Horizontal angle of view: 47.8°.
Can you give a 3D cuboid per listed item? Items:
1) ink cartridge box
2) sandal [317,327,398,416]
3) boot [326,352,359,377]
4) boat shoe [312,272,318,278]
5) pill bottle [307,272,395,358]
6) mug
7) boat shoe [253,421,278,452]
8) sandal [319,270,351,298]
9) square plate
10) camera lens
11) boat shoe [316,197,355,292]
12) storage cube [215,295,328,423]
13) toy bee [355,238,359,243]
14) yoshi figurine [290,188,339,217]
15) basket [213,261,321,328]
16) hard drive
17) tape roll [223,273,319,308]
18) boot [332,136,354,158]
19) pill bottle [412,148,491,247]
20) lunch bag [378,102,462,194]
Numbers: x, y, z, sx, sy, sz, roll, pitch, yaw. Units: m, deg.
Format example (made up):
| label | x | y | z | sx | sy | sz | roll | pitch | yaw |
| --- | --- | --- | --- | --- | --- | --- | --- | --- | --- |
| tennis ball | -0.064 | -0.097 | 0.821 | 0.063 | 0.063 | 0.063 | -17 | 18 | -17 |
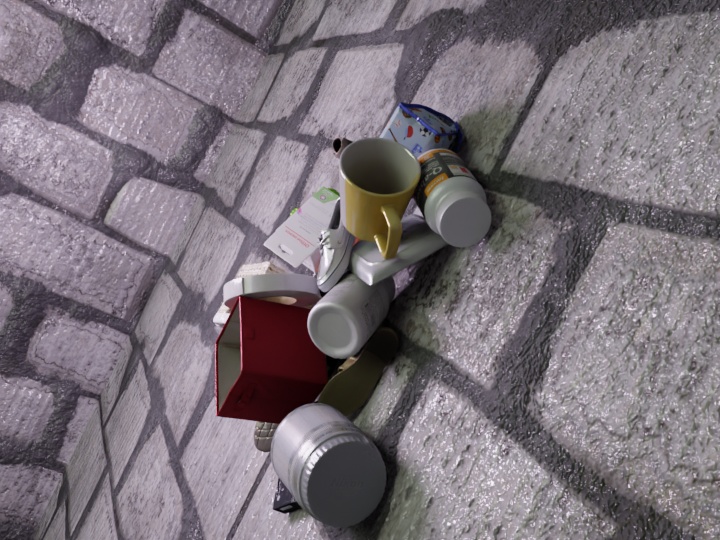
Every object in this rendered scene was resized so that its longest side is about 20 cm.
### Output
| label | x | y | z | sx | sy | sz | roll | pitch | yaw |
| --- | --- | --- | --- | --- | --- | --- | --- | --- | --- |
| ink cartridge box | -0.104 | -0.078 | 1.790 | 0.116 | 0.068 | 0.200 | 34 | 66 | 29 |
| sandal | 0.001 | 0.191 | 1.545 | 0.213 | 0.077 | 0.070 | -51 | 3 | 13 |
| boot | -0.050 | 0.119 | 1.690 | 0.163 | 0.073 | 0.200 | -51 | 27 | 23 |
| boat shoe | -0.070 | -0.043 | 1.897 | 0.203 | 0.060 | 0.072 | -58 | 24 | 12 |
| pill bottle | -0.009 | 0.069 | 1.528 | 0.114 | 0.114 | 0.200 | -45 | 0 | 34 |
| mug | 0.020 | -0.122 | 1.477 | 0.155 | 0.147 | 0.188 | 102 | -173 | -49 |
| boat shoe | -0.161 | 0.298 | 1.747 | 0.075 | 0.072 | 0.202 | 24 | 78 | 23 |
| sandal | 0.000 | 0.001 | 1.663 | 0.200 | 0.076 | 0.043 | -44 | 4 | 11 |
| square plate | 0.065 | -0.050 | 1.540 | 0.196 | 0.029 | 0.200 | -29 | 22 | -12 |
| camera lens | -0.058 | 0.329 | 1.395 | 0.162 | 0.158 | 0.199 | -64 | 24 | -2 |
| boat shoe | -0.054 | -0.052 | 1.565 | 0.073 | 0.065 | 0.202 | -29 | 34 | 45 |
| storage cube | -0.180 | 0.180 | 1.613 | 0.172 | 0.177 | 0.203 | 124 | 149 | -42 |
| toy bee | -0.008 | -0.027 | 1.735 | 0.202 | 0.106 | 0.133 | 105 | 168 | -51 |
| yoshi figurine | -0.101 | -0.129 | 1.933 | 0.112 | 0.112 | 0.200 | -48 | 1 | 40 |
| basket | -0.203 | 0.093 | 1.871 | 0.197 | 0.198 | 0.163 | -3 | 61 | 62 |
| hard drive | -0.110 | 0.367 | 1.610 | 0.139 | 0.037 | 0.203 | -36 | 37 | 46 |
| tape roll | -0.181 | 0.047 | 1.662 | 0.202 | 0.200 | 0.038 | -24 | 67 | 54 |
| boot | 0.008 | -0.234 | 1.823 | 0.071 | 0.145 | 0.200 | -57 | 25 | 8 |
| pill bottle | 0.160 | -0.130 | 1.455 | 0.117 | 0.115 | 0.201 | -54 | 25 | 19 |
| lunch bag | 0.112 | -0.234 | 1.623 | 0.171 | 0.123 | 0.199 | -54 | -13 | 21 |
